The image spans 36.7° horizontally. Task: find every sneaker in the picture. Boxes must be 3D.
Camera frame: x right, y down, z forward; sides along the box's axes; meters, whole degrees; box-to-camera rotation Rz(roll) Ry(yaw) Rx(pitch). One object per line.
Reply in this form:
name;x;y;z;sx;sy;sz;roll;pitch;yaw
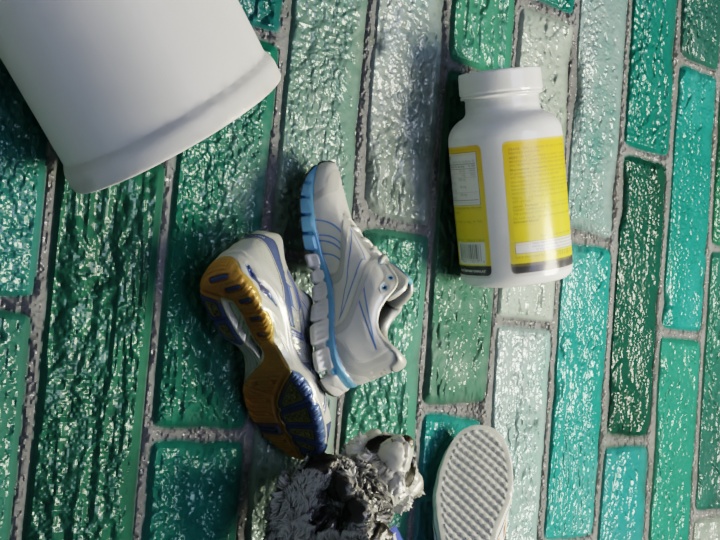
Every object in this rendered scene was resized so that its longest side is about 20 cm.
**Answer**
sneaker;0.104;0.255;1.048;0.080;0.077;0.203;86;12;-66
sneaker;0.000;0.000;0.911;0.075;0.085;0.203;40;39;-68
sneaker;-0.059;0.062;0.902;0.088;0.074;0.202;-51;132;-49

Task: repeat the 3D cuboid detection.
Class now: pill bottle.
pill bottle;0.143;-0.090;1.048;0.111;0.111;0.203;-11;98;-40

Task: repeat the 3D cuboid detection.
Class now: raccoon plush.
raccoon plush;-0.036;0.201;0.912;0.098;0.198;0.134;63;19;4

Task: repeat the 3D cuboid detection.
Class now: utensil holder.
utensil holder;-0.173;-0.182;0.738;0.170;0.169;0.202;-42;115;-32

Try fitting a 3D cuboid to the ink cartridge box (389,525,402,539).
ink cartridge box;-0.020;0.303;0.916;0.199;0.044;0.095;-23;84;-50
